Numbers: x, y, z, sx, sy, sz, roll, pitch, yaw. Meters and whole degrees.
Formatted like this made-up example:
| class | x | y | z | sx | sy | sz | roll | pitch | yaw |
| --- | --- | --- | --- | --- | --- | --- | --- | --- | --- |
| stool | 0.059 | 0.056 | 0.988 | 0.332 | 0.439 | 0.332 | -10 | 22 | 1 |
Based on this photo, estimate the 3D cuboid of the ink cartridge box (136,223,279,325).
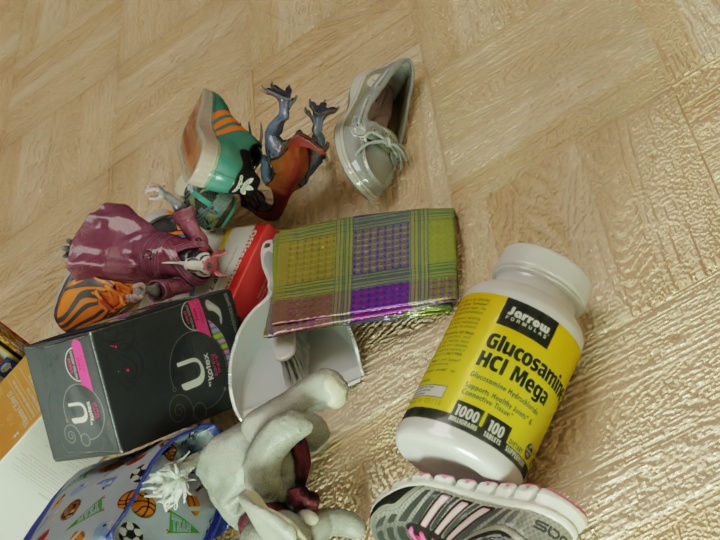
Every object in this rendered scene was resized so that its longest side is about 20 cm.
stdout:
| class | x | y | z | sx | sy | sz | roll | pitch | yaw |
| --- | --- | --- | --- | --- | --- | --- | --- | --- | --- |
| ink cartridge box | -0.142 | 0.016 | 1.582 | 0.200 | 0.067 | 0.116 | -7 | 51 | 41 |

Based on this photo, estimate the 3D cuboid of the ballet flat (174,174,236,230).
| class | x | y | z | sx | sy | sz | roll | pitch | yaw |
| --- | --- | --- | --- | --- | --- | --- | --- | --- | --- |
| ballet flat | -0.182 | -0.090 | 1.666 | 0.074 | 0.074 | 0.200 | -48 | 10 | -4 |

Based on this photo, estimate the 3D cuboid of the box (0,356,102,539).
| class | x | y | z | sx | sy | sz | roll | pitch | yaw |
| --- | --- | --- | --- | --- | --- | --- | --- | --- | --- |
| box | -0.391 | 0.216 | 1.611 | 0.200 | 0.097 | 0.124 | -48 | 35 | -3 |

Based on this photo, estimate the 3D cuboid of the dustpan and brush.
| class | x | y | z | sx | sy | sz | roll | pitch | yaw |
| --- | --- | --- | --- | --- | --- | --- | --- | --- | --- |
| dustpan and brush | -0.078 | 0.048 | 1.470 | 0.139 | 0.057 | 0.200 | -22 | 40 | 10 |

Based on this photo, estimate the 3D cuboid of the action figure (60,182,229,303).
| class | x | y | z | sx | sy | sz | roll | pitch | yaw |
| --- | --- | --- | --- | --- | --- | --- | --- | --- | --- |
| action figure | -0.219 | -0.007 | 1.559 | 0.199 | 0.149 | 0.134 | 12 | 70 | 29 |

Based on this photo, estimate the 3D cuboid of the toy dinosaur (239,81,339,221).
| class | x | y | z | sx | sy | sz | roll | pitch | yaw |
| --- | --- | --- | --- | --- | --- | --- | --- | --- | --- |
| toy dinosaur | -0.094 | -0.115 | 1.599 | 0.200 | 0.105 | 0.182 | -79 | 6 | -59 |

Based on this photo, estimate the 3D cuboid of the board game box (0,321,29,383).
| class | x | y | z | sx | sy | sz | roll | pitch | yaw |
| --- | --- | --- | --- | --- | --- | --- | --- | --- | --- |
| board game box | -0.460 | 0.127 | 1.682 | 0.151 | 0.200 | 0.046 | -44 | 35 | 1 |

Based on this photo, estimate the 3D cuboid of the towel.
| class | x | y | z | sx | sy | sz | roll | pitch | yaw |
| --- | --- | --- | --- | --- | --- | --- | --- | --- | --- |
| towel | 0.000 | 0.000 | 1.441 | 0.199 | 0.023 | 0.144 | -10 | 46 | 11 |

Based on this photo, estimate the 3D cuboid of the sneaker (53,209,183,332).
| class | x | y | z | sx | sy | sz | roll | pitch | yaw |
| --- | --- | --- | --- | --- | --- | --- | --- | --- | --- |
| sneaker | -0.280 | 0.015 | 1.715 | 0.200 | 0.078 | 0.112 | -43 | 34 | 3 |

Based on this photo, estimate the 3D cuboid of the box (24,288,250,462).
| class | x | y | z | sx | sy | sz | roll | pitch | yaw |
| --- | --- | --- | --- | --- | --- | --- | --- | --- | --- |
| box | -0.216 | 0.102 | 1.442 | 0.106 | 0.123 | 0.200 | -12 | 5 | 39 |

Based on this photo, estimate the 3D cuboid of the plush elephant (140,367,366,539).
| class | x | y | z | sx | sy | sz | roll | pitch | yaw |
| --- | --- | --- | --- | --- | --- | --- | --- | --- | --- |
| plush elephant | -0.069 | 0.205 | 1.265 | 0.200 | 0.155 | 0.165 | -25 | -18 | -27 |

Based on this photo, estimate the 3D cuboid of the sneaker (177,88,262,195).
| class | x | y | z | sx | sy | sz | roll | pitch | yaw |
| --- | --- | --- | --- | --- | --- | --- | --- | --- | --- |
| sneaker | -0.152 | -0.135 | 1.589 | 0.071 | 0.080 | 0.200 | -59 | 21 | 23 |

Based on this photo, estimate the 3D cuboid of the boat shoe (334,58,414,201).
| class | x | y | z | sx | sy | sz | roll | pitch | yaw |
| --- | --- | --- | --- | --- | --- | --- | --- | --- | --- |
| boat shoe | 0.022 | -0.160 | 1.588 | 0.065 | 0.074 | 0.202 | -27 | 32 | 31 |

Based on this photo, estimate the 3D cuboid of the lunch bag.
| class | x | y | z | sx | sy | sz | roll | pitch | yaw |
| --- | --- | --- | --- | --- | --- | --- | --- | --- | --- |
| lunch bag | -0.221 | 0.242 | 1.386 | 0.170 | 0.124 | 0.200 | -25 | 26 | 30 |

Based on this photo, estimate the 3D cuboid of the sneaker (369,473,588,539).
| class | x | y | z | sx | sy | sz | roll | pitch | yaw |
| --- | --- | --- | --- | --- | --- | --- | --- | --- | --- |
| sneaker | 0.080 | 0.218 | 1.148 | 0.199 | 0.074 | 0.088 | -4 | 46 | 37 |

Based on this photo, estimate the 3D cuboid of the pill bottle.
| class | x | y | z | sx | sy | sz | roll | pitch | yaw |
| --- | --- | --- | --- | --- | --- | --- | --- | --- | --- |
| pill bottle | 0.118 | 0.082 | 1.211 | 0.112 | 0.112 | 0.200 | 3 | 58 | 47 |
